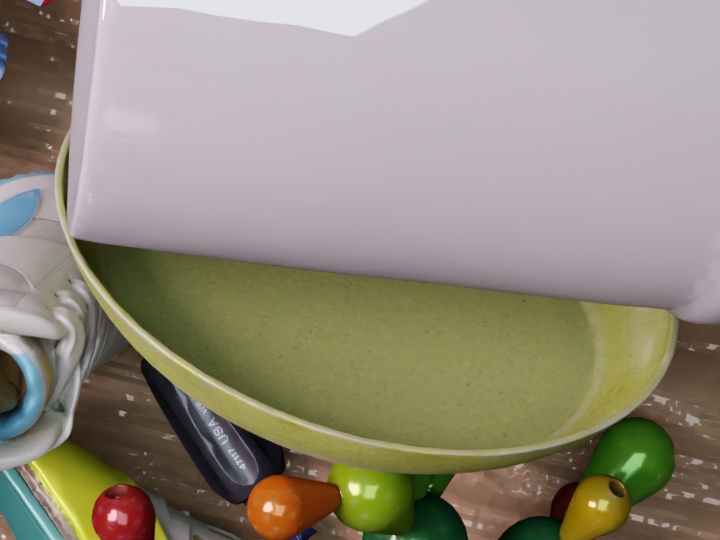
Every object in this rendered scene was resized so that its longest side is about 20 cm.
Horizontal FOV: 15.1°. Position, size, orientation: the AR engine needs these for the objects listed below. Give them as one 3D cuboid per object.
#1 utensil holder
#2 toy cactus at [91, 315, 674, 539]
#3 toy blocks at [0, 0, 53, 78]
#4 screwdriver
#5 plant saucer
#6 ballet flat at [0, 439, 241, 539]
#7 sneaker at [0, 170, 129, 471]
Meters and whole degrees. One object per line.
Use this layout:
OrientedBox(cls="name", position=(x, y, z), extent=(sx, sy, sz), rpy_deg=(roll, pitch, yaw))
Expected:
OrientedBox(cls="utensil holder", position=(0.021, -0.076, 0.780), extent=(0.199, 0.170, 0.171), rpy_deg=(5, 92, -8))
OrientedBox(cls="toy cactus", position=(0.011, 0.108, 0.870), extent=(0.199, 0.102, 0.166), rpy_deg=(-17, 109, -34))
OrientedBox(cls="toy blocks", position=(-0.175, -0.080, 0.870), extent=(0.136, 0.100, 0.200), rpy_deg=(26, 116, -17))
OrientedBox(cls="screwdriver", position=(-0.008, 0.104, 0.913), extent=(0.029, 0.028, 0.200), rpy_deg=(-40, 94, -27))
OrientedBox(cls="plant saucer", position=(0.000, 0.000, 0.844), extent=(0.199, 0.200, 0.031), rpy_deg=(20, 125, 0))
OrientedBox(cls="ballet flat", position=(-0.056, 0.127, 0.901), extent=(0.067, 0.067, 0.201), rpy_deg=(-29, 94, -19))
OrientedBox(cls="sneaker", position=(-0.112, 0.024, 0.833), extent=(0.080, 0.200, 0.077), rpy_deg=(19, 114, 28))
